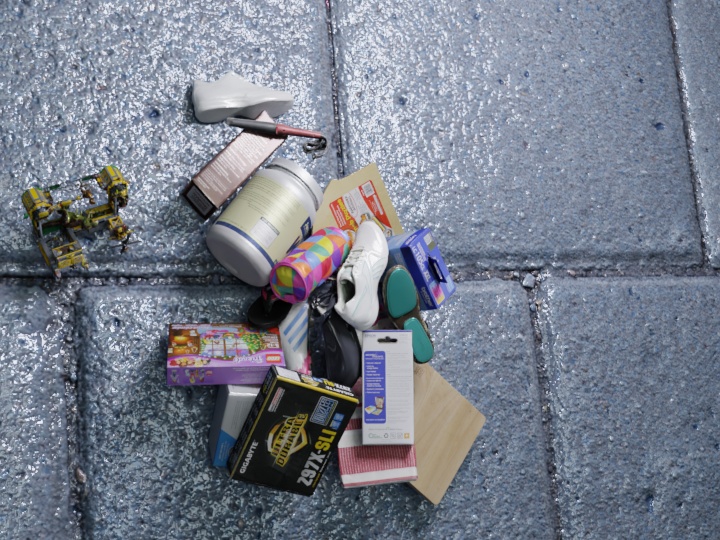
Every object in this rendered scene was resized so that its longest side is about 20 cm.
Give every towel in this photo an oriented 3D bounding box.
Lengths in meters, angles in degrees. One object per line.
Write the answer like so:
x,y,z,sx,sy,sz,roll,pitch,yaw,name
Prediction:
0.025,0.291,1.515,0.140,0.023,0.204,-7,61,0,towel

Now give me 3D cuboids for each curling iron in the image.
-0.147,-0.247,1.500,0.196,0.025,0.051,14,71,-20,curling iron

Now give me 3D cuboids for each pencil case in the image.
-0.084,-0.010,1.497,0.089,0.088,0.200,58,35,-5,pencil case

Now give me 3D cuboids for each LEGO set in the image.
-0.452,-0.072,1.365,0.197,0.155,0.117,-18,60,-37,LEGO set

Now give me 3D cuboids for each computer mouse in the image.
-0.032,0.127,1.497,0.138,0.052,0.205,-39,122,-66,computer mouse

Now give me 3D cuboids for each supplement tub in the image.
-0.170,-0.090,1.506,0.145,0.144,0.201,41,67,-12,supplement tub

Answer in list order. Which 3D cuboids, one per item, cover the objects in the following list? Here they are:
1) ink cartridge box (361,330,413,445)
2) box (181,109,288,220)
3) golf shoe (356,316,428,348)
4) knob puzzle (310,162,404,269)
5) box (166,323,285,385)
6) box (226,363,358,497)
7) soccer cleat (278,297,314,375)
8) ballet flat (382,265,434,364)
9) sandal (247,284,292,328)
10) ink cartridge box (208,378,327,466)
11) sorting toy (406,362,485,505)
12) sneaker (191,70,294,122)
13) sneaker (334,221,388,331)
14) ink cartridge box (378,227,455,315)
0.049,0.211,1.491,0.092,0.037,0.205,-1,83,2,ink cartridge box
-0.231,-0.194,1.522,0.075,0.100,0.200,47,65,-9,box
0.037,0.123,1.594,0.196,0.092,0.074,-17,90,-24,golf shoe
-0.020,-0.087,1.634,0.215,0.030,0.226,-2,94,-27,knob puzzle
-0.232,0.141,1.422,0.195,0.138,0.040,0,118,-12,box
-0.114,0.271,1.386,0.157,0.049,0.203,19,106,-27,box
-0.130,0.146,1.534,0.084,0.070,0.205,3,79,-4,soccer cleat
0.079,0.077,1.524,0.067,0.075,0.203,-26,111,-11,ballet flat
-0.145,0.033,1.515,0.201,0.074,0.046,-51,146,-43,sandal
-0.154,0.263,1.445,0.196,0.084,0.148,8,111,-21,ink cartridge box
0.114,0.309,1.607,0.198,0.069,0.201,42,66,-13,sorting toy
-0.223,-0.339,1.574,0.196,0.075,0.090,-7,72,-25,sneaker
0.000,0.000,1.488,0.080,0.069,0.205,30,60,-47,sneaker
0.089,0.004,1.562,0.076,0.198,0.138,-41,111,-41,ink cartridge box
